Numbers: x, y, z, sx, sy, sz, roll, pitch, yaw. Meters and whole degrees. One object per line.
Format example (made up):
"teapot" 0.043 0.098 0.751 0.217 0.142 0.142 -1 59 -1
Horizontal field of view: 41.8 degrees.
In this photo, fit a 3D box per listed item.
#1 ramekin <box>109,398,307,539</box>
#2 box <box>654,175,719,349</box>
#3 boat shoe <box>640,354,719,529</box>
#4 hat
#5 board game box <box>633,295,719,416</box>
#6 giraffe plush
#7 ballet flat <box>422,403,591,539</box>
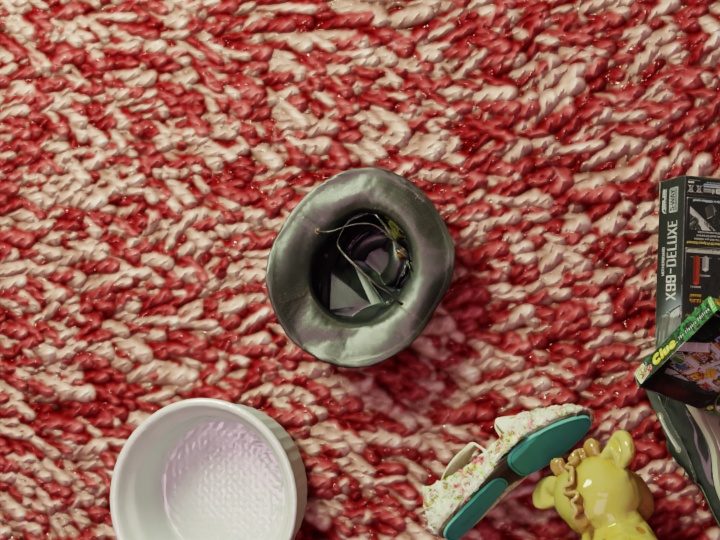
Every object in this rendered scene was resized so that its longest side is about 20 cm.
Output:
"ramekin" -0.149 0.233 0.981 0.197 0.098 0.205 -1 87 11
"box" 0.377 0.000 0.880 0.196 0.050 0.161 3 87 -11
"boat shoe" 0.334 0.170 0.913 0.071 0.067 0.203 -20 86 -34
"hat" 0.000 0.000 0.978 0.197 0.081 0.205 0 83 3
"board game box" 0.354 0.094 0.850 0.197 0.024 0.105 21 123 -23
"giraffe plush" 0.236 0.251 0.885 0.170 0.200 0.164 -24 53 12
"ballet flat" 0.138 0.187 0.945 0.199 0.076 0.064 -39 46 1
